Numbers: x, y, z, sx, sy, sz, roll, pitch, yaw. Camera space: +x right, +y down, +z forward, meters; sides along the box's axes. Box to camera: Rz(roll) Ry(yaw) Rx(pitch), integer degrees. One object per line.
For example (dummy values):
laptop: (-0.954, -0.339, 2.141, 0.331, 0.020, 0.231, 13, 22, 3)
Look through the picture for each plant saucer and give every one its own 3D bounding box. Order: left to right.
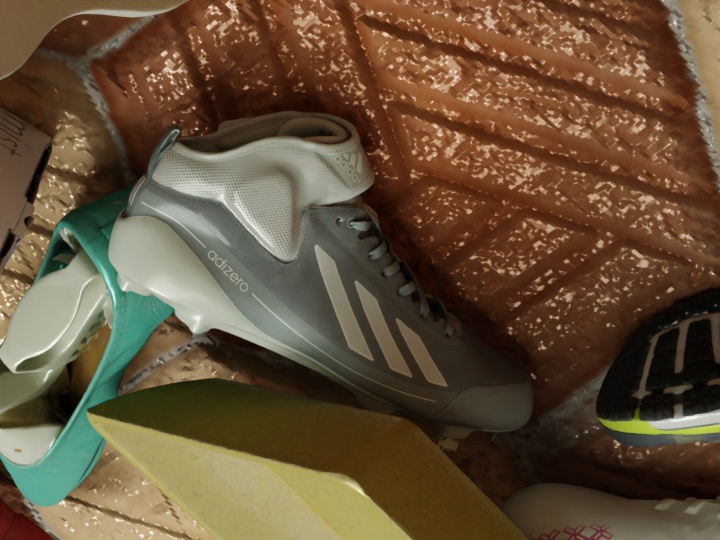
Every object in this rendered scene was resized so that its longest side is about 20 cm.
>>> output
plant saucer: (0.007, 0.113, 1.238, 0.200, 0.049, 0.200, 9, 149, 52)

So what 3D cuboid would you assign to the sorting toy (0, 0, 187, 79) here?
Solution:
sorting toy: (-0.092, -0.158, 1.015, 0.107, 0.180, 0.200, 23, 133, -2)

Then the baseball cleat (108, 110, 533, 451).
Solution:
baseball cleat: (0.000, 0.000, 1.198, 0.200, 0.070, 0.107, 21, 106, -24)

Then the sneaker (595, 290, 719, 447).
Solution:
sneaker: (0.191, 0.055, 1.178, 0.199, 0.074, 0.081, -4, 131, 25)

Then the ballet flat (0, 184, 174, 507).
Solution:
ballet flat: (-0.135, 0.036, 1.272, 0.067, 0.070, 0.200, 55, 136, 24)

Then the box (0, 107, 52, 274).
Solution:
box: (-0.210, 0.028, 1.171, 0.096, 0.200, 0.177, 27, 110, -7)

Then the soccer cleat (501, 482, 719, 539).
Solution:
soccer cleat: (0.162, 0.121, 1.258, 0.199, 0.070, 0.087, 24, 109, 4)

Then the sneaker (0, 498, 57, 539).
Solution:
sneaker: (-0.216, 0.085, 1.335, 0.200, 0.071, 0.113, 25, 136, 13)
